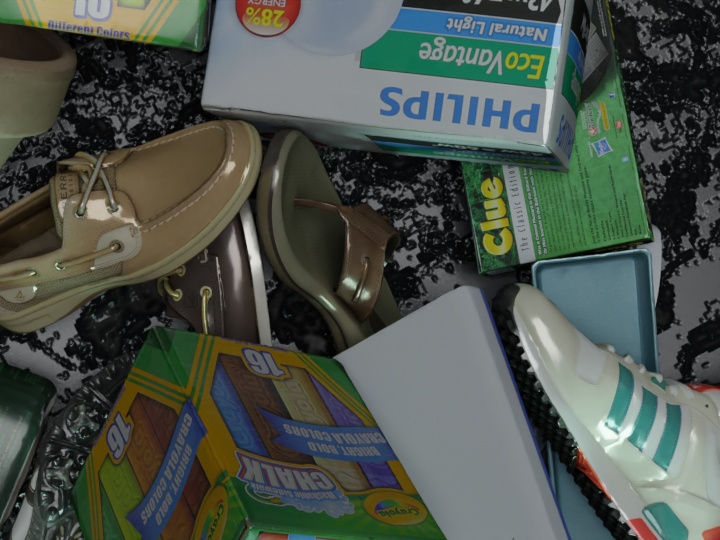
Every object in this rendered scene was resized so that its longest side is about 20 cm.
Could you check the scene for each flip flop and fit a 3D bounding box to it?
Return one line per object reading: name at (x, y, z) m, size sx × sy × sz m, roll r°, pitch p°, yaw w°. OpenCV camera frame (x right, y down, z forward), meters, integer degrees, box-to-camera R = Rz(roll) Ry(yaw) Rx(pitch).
flip flop at (0.000, 0.000, 1.064) m, size 0.058 × 0.081 × 0.200 m, roll -11°, pitch 124°, yaw 28°

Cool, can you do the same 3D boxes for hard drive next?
hard drive at (0.041, 0.126, 1.007) m, size 0.132 × 0.025 × 0.200 m, roll -30°, pitch 65°, yaw 28°

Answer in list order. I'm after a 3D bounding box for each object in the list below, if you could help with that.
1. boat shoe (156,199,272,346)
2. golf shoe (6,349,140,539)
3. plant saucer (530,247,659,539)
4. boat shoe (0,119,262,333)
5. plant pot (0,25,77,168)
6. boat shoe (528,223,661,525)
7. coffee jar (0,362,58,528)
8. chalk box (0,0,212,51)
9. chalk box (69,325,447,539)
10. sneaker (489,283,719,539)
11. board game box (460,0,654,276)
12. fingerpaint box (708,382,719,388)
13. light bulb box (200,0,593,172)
boat shoe at (-0.084, 0.022, 1.089) m, size 0.059 × 0.072 × 0.200 m, roll -12°, pitch 97°, yaw -10°
golf shoe at (-0.165, 0.137, 1.068) m, size 0.078 × 0.094 × 0.200 m, roll 30°, pitch 75°, yaw -17°
plant saucer at (0.138, 0.088, 1.080) m, size 0.070 × 0.019 × 0.200 m, roll -7°, pitch 101°, yaw -6°
boat shoe at (-0.144, -0.029, 1.038) m, size 0.200 × 0.071 × 0.065 m, roll -30°, pitch 138°, yaw 20°
plant pot at (-0.277, -0.072, 1.018) m, size 0.200 × 0.200 × 0.175 m, roll 22°, pitch 104°, yaw -7°
boat shoe at (0.119, 0.059, 1.118) m, size 0.068 × 0.072 × 0.200 m, roll 21°, pitch 94°, yaw -8°
coffee jar at (-0.280, 0.075, 1.054) m, size 0.200 × 0.085 × 0.104 m, roll 23°, pitch 94°, yaw -7°
chalk box at (-0.131, -0.229, 1.005) m, size 0.124 × 0.125 × 0.200 m, roll 7°, pitch 102°, yaw -5°
chalk box at (-0.049, 0.142, 0.948) m, size 0.124 × 0.200 × 0.124 m, roll 13°, pitch 118°, yaw -33°
sneaker at (0.150, 0.074, 1.041) m, size 0.093 × 0.070 × 0.200 m, roll -36°, pitch 104°, yaw -8°
board game box at (0.103, -0.104, 1.107) m, size 0.105 × 0.023 × 0.200 m, roll -11°, pitch 83°, yaw 12°
fingerpaint box at (0.263, 0.163, 1.130) m, size 0.167 × 0.073 × 0.200 m, roll -10°, pitch 91°, yaw -7°
light bulb box at (0.030, -0.168, 1.051) m, size 0.198 × 0.125 × 0.200 m, roll 7°, pitch 88°, yaw 13°
